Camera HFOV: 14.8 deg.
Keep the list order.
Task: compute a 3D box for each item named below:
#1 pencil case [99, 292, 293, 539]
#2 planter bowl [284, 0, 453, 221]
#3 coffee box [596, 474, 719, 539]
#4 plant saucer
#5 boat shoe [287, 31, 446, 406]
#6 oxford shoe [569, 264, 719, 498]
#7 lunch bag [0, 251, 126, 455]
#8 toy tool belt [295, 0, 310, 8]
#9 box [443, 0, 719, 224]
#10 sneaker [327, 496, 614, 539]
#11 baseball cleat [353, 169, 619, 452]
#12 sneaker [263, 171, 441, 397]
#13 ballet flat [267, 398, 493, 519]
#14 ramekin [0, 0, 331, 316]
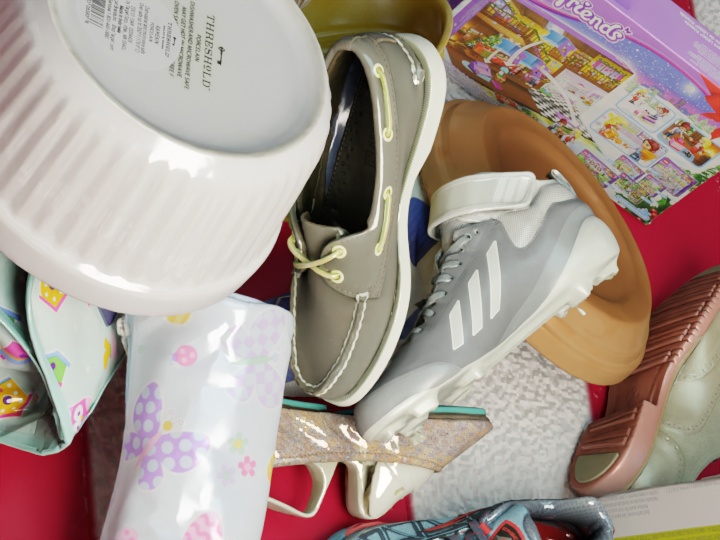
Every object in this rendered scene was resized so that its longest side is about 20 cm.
[{"bbox_3d":[-0.091,0.106,1.435,0.090,0.083,0.201,11,80,-23],"label":"pencil case"},{"bbox_3d":[-0.032,-0.086,1.588,0.200,0.200,0.084,-49,131,-41],"label":"planter bowl"},{"bbox_3d":[0.280,0.207,1.573,0.199,0.200,0.199,-3,82,-36],"label":"coffee box"},{"bbox_3d":[0.113,-0.024,1.667,0.200,0.037,0.201,41,28,-27],"label":"plant saucer"},{"bbox_3d":[-0.009,-0.027,1.454,0.060,0.072,0.203,0,105,-50],"label":"boat shoe"},{"bbox_3d":[0.196,0.081,1.704,0.074,0.071,0.200,44,57,-17],"label":"oxford shoe"},{"bbox_3d":[-0.192,-0.020,1.447,0.200,0.122,0.171,41,43,-15],"label":"lunch bag"},{"bbox_3d":[-0.104,-0.215,1.596,0.199,0.125,0.123,29,66,19],"label":"toy tool belt"},{"bbox_3d":[0.149,-0.126,1.732,0.200,0.137,0.039,36,50,-14],"label":"box"},{"bbox_3d":[0.058,0.158,1.539,0.199,0.095,0.080,-11,72,-38],"label":"sneaker"},{"bbox_3d":[0.052,0.014,1.539,0.200,0.070,0.107,-35,83,-31],"label":"baseball cleat"},{"bbox_3d":[0.001,0.000,1.606,0.199,0.081,0.116,-10,68,-45],"label":"sneaker"},{"bbox_3d":[-0.016,0.105,1.549,0.199,0.068,0.068,5,82,-27],"label":"ballet flat"},{"bbox_3d":[-0.109,-0.087,1.389,0.199,0.105,0.201,20,46,-22],"label":"ramekin"}]
